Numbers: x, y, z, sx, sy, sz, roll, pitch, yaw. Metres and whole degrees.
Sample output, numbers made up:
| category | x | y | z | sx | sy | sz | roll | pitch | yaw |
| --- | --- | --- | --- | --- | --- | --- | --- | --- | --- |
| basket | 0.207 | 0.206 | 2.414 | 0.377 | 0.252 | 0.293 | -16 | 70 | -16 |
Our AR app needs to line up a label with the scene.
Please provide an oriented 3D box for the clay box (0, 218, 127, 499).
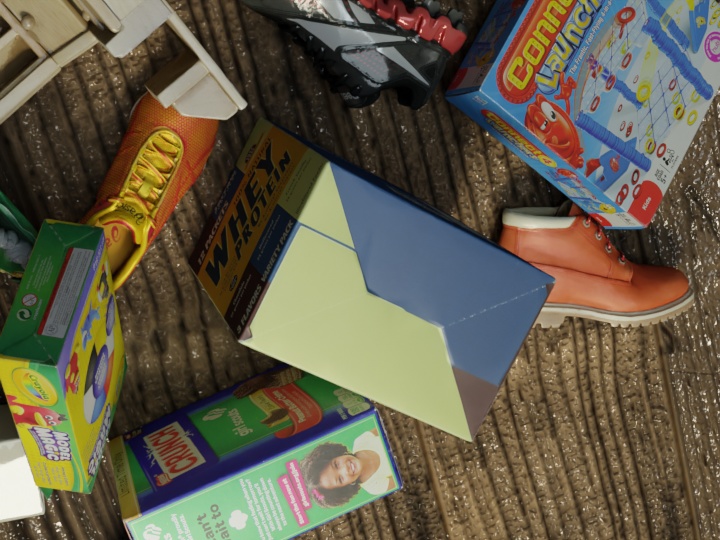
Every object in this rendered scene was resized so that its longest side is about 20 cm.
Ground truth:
| category | x | y | z | sx | sy | sz | roll | pitch | yaw |
| --- | --- | --- | --- | --- | --- | --- | --- | --- | --- |
| clay box | -0.206 | 0.073 | 0.832 | 0.047 | 0.116 | 0.201 | 7 | 143 | 2 |

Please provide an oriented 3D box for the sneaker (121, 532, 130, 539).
| category | x | y | z | sx | sy | sz | roll | pitch | yaw |
| --- | --- | --- | --- | --- | --- | --- | --- | --- | --- |
| sneaker | -0.197 | 0.308 | 0.972 | 0.080 | 0.074 | 0.201 | 32 | 95 | -28 |

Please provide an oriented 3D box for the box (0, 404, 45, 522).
| category | x | y | z | sx | sy | sz | roll | pitch | yaw |
| --- | --- | --- | --- | --- | --- | --- | --- | --- | --- |
| box | -0.342 | 0.157 | 0.876 | 0.198 | 0.082 | 0.069 | -8 | 107 | -15 |

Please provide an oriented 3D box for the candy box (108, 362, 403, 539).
| category | x | y | z | sx | sy | sz | roll | pitch | yaw |
| --- | --- | --- | --- | --- | --- | --- | --- | --- | --- |
| candy box | -0.089 | 0.150 | 0.910 | 0.199 | 0.169 | 0.078 | -24 | 108 | -11 |

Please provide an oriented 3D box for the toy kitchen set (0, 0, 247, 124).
| category | x | y | z | sx | sy | sz | roll | pitch | yaw |
| --- | --- | --- | --- | --- | --- | --- | --- | --- | --- |
| toy kitchen set | -0.199 | -0.121 | 0.781 | 0.180 | 0.200 | 0.163 | -42 | 113 | -3 |

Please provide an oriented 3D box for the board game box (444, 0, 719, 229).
| category | x | y | z | sx | sy | sz | roll | pitch | yaw |
| --- | --- | --- | --- | --- | --- | --- | --- | --- | --- |
| board game box | 0.196 | -0.170 | 0.955 | 0.195 | 0.056 | 0.201 | 34 | 79 | -24 |

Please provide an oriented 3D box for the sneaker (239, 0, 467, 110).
| category | x | y | z | sx | sy | sz | roll | pitch | yaw |
| --- | --- | --- | --- | --- | --- | --- | --- | --- | --- |
| sneaker | -0.016 | -0.180 | 0.896 | 0.199 | 0.071 | 0.099 | 16 | 97 | -23 |

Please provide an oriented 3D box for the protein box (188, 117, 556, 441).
| category | x | y | z | sx | sy | sz | roll | pitch | yaw |
| --- | --- | --- | --- | --- | --- | --- | --- | --- | --- |
| protein box | 0.000 | 0.000 | 0.881 | 0.197 | 0.200 | 0.136 | 25 | 96 | -23 |

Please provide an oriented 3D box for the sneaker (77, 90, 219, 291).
| category | x | y | z | sx | sy | sz | roll | pitch | yaw |
| --- | --- | --- | --- | --- | --- | --- | --- | --- | --- |
| sneaker | -0.160 | -0.061 | 0.879 | 0.073 | 0.077 | 0.201 | 27 | 94 | -21 |

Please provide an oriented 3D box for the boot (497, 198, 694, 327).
| category | x | y | z | sx | sy | sz | roll | pitch | yaw |
| --- | --- | --- | --- | --- | --- | --- | --- | --- | --- |
| boot | 0.207 | -0.007 | 1.021 | 0.198 | 0.075 | 0.108 | 1 | 100 | -18 |

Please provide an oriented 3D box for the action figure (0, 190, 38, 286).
| category | x | y | z | sx | sy | sz | roll | pitch | yaw |
| --- | --- | --- | --- | --- | --- | --- | --- | --- | --- |
| action figure | -0.274 | -0.046 | 0.808 | 0.055 | 0.118 | 0.200 | -52 | 130 | -20 |
